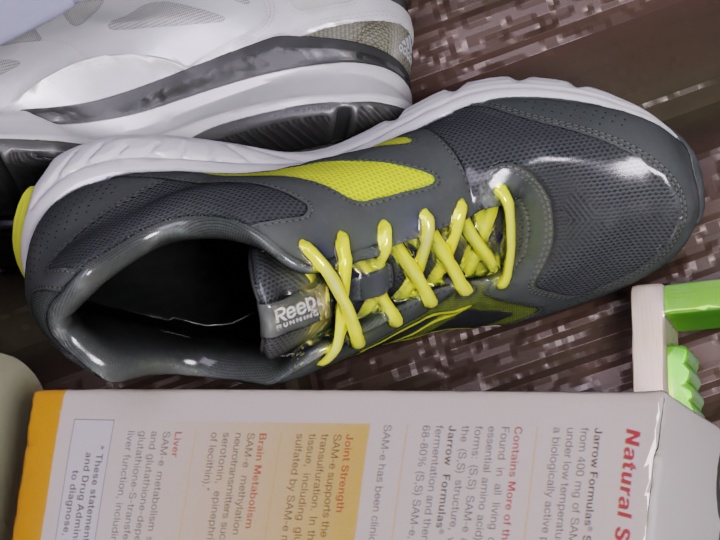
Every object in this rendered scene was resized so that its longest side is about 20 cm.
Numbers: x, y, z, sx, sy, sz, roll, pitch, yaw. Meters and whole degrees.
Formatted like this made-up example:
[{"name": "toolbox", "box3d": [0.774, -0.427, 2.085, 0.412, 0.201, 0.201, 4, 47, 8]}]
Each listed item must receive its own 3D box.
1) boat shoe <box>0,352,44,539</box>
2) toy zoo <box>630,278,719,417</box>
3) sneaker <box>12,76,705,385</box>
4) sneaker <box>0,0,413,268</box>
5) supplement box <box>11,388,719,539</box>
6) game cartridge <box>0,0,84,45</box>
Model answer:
[{"name": "boat shoe", "box3d": [-0.127, 0.126, 0.883, 0.063, 0.074, 0.202, -13, 74, 43]}, {"name": "toy zoo", "box3d": [0.174, 0.059, 0.817, 0.200, 0.020, 0.131, -6, 72, 18]}, {"name": "sneaker", "box3d": [0.000, 0.000, 0.840, 0.200, 0.085, 0.075, -9, 115, 3]}, {"name": "sneaker", "box3d": [-0.080, -0.071, 0.931, 0.200, 0.076, 0.116, -8, 62, 9]}, {"name": "supplement box", "box3d": [0.001, 0.101, 0.826, 0.200, 0.074, 0.126, 0, 73, 28]}, {"name": "game cartridge", "box3d": [-0.067, -0.144, 0.909, 0.200, 0.041, 0.133, -37, 39, -10]}]
